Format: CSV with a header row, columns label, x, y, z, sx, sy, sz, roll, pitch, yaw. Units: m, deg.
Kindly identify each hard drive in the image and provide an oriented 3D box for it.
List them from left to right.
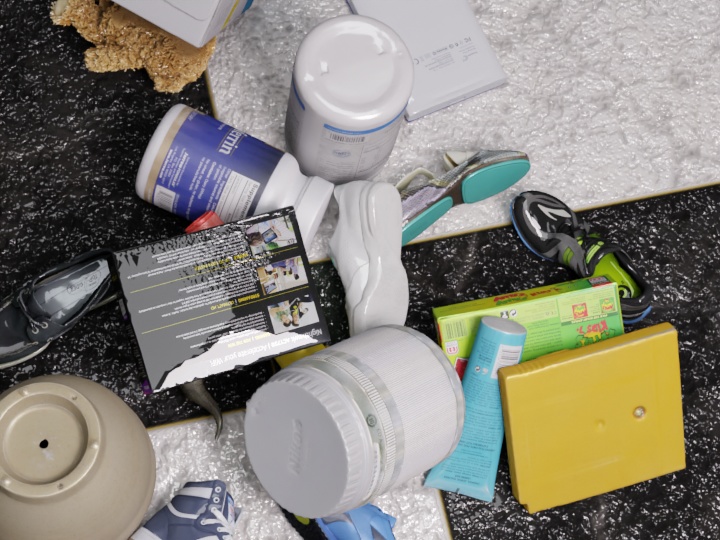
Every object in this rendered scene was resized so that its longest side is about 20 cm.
label,x,y,z,sx,sy,sz,roll,pitch,yaw
hard drive,0.072,-0.289,1.824,0.131,0.025,0.201,-23,76,-13

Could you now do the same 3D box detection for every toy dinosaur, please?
label,x,y,z,sx,sy,sz,roll,pitch,yaw
toy dinosaur,-0.196,0.087,1.631,0.077,0.102,0.201,-8,72,-9

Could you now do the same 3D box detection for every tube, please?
label,x,y,z,sx,sy,sz,roll,pitch,yaw
tube,0.129,0.151,1.639,0.077,0.050,0.201,14,105,0

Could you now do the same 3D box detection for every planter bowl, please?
label,x,y,z,sx,sy,sz,roll,pitch,yaw
planter bowl,-0.313,0.190,1.554,0.199,0.135,0.201,1,66,-2

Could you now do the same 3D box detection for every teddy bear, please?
label,x,y,z,sx,sy,sz,roll,pitch,yaw
teddy bear,-0.262,-0.277,1.766,0.199,0.067,0.145,19,53,0

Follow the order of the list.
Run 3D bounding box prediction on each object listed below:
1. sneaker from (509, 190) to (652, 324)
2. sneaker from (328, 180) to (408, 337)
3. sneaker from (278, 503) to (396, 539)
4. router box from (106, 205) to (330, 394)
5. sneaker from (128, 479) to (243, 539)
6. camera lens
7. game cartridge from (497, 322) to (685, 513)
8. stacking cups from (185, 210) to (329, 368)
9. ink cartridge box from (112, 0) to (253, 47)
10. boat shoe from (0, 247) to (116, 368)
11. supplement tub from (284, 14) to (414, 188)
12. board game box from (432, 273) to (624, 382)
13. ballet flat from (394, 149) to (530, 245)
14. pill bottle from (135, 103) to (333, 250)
label,x,y,z,sx,sy,sz,roll,pitch,yaw
sneaker,0.256,-0.024,1.730,0.200,0.083,0.071,43,72,8
sneaker,0.000,0.000,1.699,0.075,0.088,0.201,-5,98,-50
sneaker,-0.017,0.265,1.620,0.078,0.066,0.200,-38,80,-29
router box,-0.146,0.030,1.582,0.199,0.051,0.150,-15,88,-18
sneaker,-0.136,0.289,1.563,0.199,0.070,0.109,28,65,32
camera lens,-0.001,0.152,1.572,0.200,0.160,0.160,-21,73,-47
game cartridge,0.251,0.160,1.646,0.199,0.032,0.177,-13,115,-11
stacking cups,-0.118,0.027,1.652,0.060,0.060,0.200,-42,99,-17
ink cartridge box,-0.185,-0.364,1.701,0.146,0.200,0.146,29,115,0
boat shoe,-0.337,0.036,1.649,0.199,0.066,0.075,-27,77,-14
supplement tub,-0.016,-0.182,1.687,0.131,0.200,0.133,2,72,-6
board game box,0.186,0.075,1.673,0.199,0.048,0.102,-11,103,-1
ballet flat,0.099,-0.101,1.747,0.200,0.072,0.072,-29,78,-16
pill bottle,-0.137,-0.094,1.689,0.199,0.116,0.116,25,71,1
